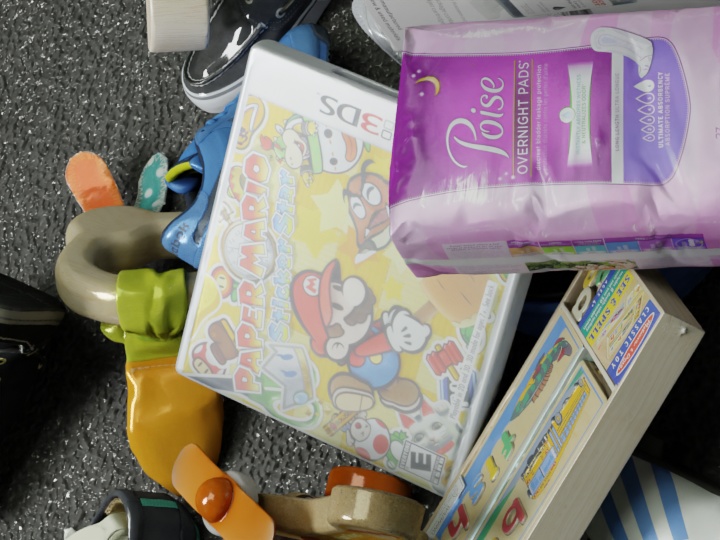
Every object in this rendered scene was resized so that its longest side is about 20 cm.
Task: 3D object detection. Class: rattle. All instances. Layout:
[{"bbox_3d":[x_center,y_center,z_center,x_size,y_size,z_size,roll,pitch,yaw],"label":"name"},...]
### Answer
[{"bbox_3d":[-0.127,0.022,1.468,0.130,0.143,0.200,-30,30,-18],"label":"rattle"}]

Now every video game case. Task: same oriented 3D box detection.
[{"bbox_3d":[0.000,0.000,1.283,0.182,0.023,0.200,23,114,20],"label":"video game case"}]

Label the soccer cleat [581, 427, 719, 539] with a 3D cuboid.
[{"bbox_3d":[0.170,0.141,1.174,0.200,0.070,0.086,28,96,47],"label":"soccer cleat"}]

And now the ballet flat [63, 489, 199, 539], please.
[{"bbox_3d":[-0.178,0.203,1.396,0.200,0.073,0.073,-49,49,8],"label":"ballet flat"}]

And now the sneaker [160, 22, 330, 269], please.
[{"bbox_3d":[-0.066,-0.079,1.403,0.078,0.066,0.200,15,49,-1],"label":"sneaker"}]

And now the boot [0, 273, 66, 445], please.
[{"bbox_3d":[-0.238,0.076,1.441,0.073,0.204,0.154,24,88,-1],"label":"boot"}]

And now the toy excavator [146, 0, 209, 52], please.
[{"bbox_3d":[-0.124,-0.220,1.504,0.100,0.194,0.200,-6,83,-10],"label":"toy excavator"}]

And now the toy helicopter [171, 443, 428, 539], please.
[{"bbox_3d":[-0.024,0.126,1.232,0.200,0.132,0.079,150,137,-71],"label":"toy helicopter"}]

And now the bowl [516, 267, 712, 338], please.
[{"bbox_3d":[0.122,-0.061,1.315,0.200,0.039,0.201,-16,60,30],"label":"bowl"}]

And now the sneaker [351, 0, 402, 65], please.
[{"bbox_3d":[0.087,-0.131,1.297,0.114,0.075,0.200,-50,52,3],"label":"sneaker"}]

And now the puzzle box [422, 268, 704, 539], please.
[{"bbox_3d":[0.096,0.087,1.202,0.200,0.025,0.133,-60,16,12],"label":"puzzle box"}]

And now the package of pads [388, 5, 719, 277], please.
[{"bbox_3d":[0.115,-0.063,1.166,0.200,0.076,0.121,-2,71,15],"label":"package of pads"}]

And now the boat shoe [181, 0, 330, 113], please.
[{"bbox_3d":[-0.049,-0.185,1.480,0.200,0.066,0.070,-44,50,12],"label":"boat shoe"}]

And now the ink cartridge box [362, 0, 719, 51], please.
[{"bbox_3d":[0.104,-0.200,1.237,0.200,0.085,0.146,-3,62,21],"label":"ink cartridge box"}]
